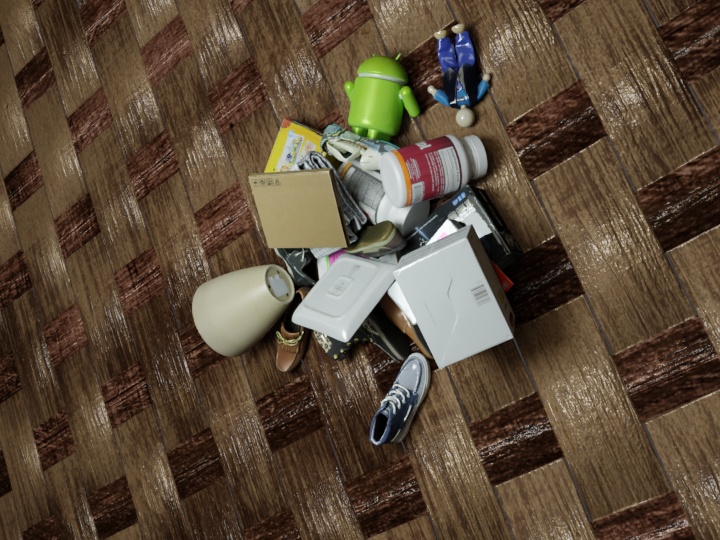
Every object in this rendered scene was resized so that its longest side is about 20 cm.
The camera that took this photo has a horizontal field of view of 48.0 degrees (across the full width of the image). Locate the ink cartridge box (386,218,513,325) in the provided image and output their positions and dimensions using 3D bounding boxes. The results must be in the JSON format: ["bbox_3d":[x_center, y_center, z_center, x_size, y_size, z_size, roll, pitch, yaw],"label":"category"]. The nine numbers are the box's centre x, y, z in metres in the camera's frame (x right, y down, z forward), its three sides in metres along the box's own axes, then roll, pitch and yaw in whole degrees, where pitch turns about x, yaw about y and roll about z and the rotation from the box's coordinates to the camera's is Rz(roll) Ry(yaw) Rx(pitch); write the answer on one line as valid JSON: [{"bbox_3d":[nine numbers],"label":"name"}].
[{"bbox_3d":[0.170,0.034,1.570,0.201,0.043,0.174,-50,65,20],"label":"ink cartridge box"}]

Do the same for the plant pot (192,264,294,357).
[{"bbox_3d":[-0.247,0.072,1.828,0.198,0.186,0.191,-28,73,34],"label":"plant pot"}]

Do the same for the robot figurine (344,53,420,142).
[{"bbox_3d":[0.038,-0.363,1.727,0.173,0.115,0.205,13,94,36],"label":"robot figurine"}]

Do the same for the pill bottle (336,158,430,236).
[{"bbox_3d":[0.043,-0.155,1.713,0.199,0.116,0.118,34,105,29],"label":"pill bottle"}]

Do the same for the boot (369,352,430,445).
[{"bbox_3d":[0.082,0.271,1.683,0.072,0.090,0.204,21,99,30],"label":"boot"}]

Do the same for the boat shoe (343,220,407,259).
[{"bbox_3d":[0.029,-0.054,1.680,0.072,0.066,0.200,-58,19,-20],"label":"boat shoe"}]

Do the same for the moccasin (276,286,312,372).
[{"bbox_3d":[-0.152,0.138,1.840,0.073,0.077,0.205,31,109,26],"label":"moccasin"}]

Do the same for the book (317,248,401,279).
[{"bbox_3d":[0.000,0.000,1.776,0.197,0.048,0.137,-16,78,28],"label":"book"}]

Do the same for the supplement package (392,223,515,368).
[{"bbox_3d":[0.176,0.046,1.492,0.153,0.111,0.203,-24,100,18],"label":"supplement package"}]

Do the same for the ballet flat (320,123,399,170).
[{"bbox_3d":[0.001,-0.241,1.675,0.197,0.074,0.076,22,99,25],"label":"ballet flat"}]

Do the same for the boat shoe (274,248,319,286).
[{"bbox_3d":[-0.138,-0.040,1.790,0.066,0.202,0.073,9,53,30],"label":"boat shoe"}]

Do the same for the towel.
[{"bbox_3d":[-0.085,-0.139,1.712,0.201,0.085,0.165,53,149,-7],"label":"towel"}]

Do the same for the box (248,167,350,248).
[{"bbox_3d":[-0.125,-0.123,1.648,0.196,0.021,0.167,0,118,28],"label":"box"}]

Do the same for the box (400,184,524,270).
[{"bbox_3d":[0.199,-0.043,1.629,0.199,0.086,0.166,-38,70,24],"label":"box"}]

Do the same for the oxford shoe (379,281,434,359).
[{"bbox_3d":[0.101,0.103,1.691,0.071,0.071,0.202,-40,81,43],"label":"oxford shoe"}]

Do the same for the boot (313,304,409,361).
[{"bbox_3d":[-0.001,0.144,1.744,0.200,0.073,0.151,45,122,0],"label":"boot"}]

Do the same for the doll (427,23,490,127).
[{"bbox_3d":[0.200,-0.394,1.667,0.134,0.048,0.205,-12,87,21],"label":"doll"}]

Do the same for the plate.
[{"bbox_3d":[-0.036,0.042,1.667,0.198,0.032,0.201,14,59,50],"label":"plate"}]

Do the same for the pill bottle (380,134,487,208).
[{"bbox_3d":[0.146,-0.202,1.606,0.196,0.113,0.115,-17,75,-15],"label":"pill bottle"}]

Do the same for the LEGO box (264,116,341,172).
[{"bbox_3d":[-0.137,-0.225,1.851,0.147,0.077,0.203,29,103,29],"label":"LEGO box"}]
